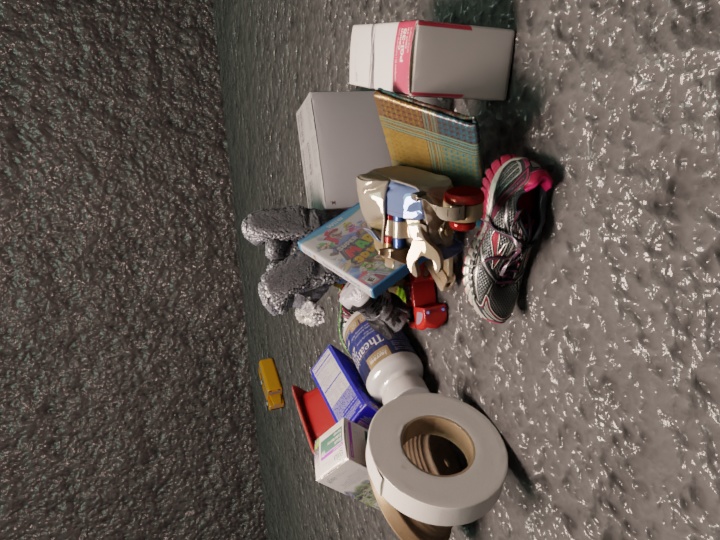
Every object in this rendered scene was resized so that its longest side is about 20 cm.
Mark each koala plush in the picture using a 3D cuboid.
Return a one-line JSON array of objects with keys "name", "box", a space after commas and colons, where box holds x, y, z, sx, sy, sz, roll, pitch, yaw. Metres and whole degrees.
[{"name": "koala plush", "box": [-0.100, 0.003, 0.981, 0.202, 0.178, 0.181, 102, 151, -61]}]

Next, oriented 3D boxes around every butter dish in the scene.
[{"name": "butter dish", "box": [-0.039, 0.337, 1.271, 0.200, 0.146, 0.202, 47, -170, -47]}]

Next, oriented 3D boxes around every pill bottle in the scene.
[{"name": "pill bottle", "box": [0.048, 0.166, 1.016, 0.202, 0.108, 0.114, -121, 32, -47]}]

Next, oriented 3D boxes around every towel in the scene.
[{"name": "towel", "box": [0.095, -0.137, 0.714, 0.144, 0.022, 0.201, 27, 160, 27]}]

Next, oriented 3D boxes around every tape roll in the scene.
[{"name": "tape roll", "box": [0.104, 0.253, 0.775, 0.204, 0.197, 0.038, -126, 34, -50]}]

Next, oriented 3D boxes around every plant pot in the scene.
[{"name": "plant pot", "box": [0.104, 0.326, 0.889, 0.092, 0.199, 0.205, -34, 56, 21]}]

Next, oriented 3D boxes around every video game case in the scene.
[{"name": "video game case", "box": [0.012, -0.040, 0.834, 0.198, 0.141, 0.018, 30, 147, 47]}]

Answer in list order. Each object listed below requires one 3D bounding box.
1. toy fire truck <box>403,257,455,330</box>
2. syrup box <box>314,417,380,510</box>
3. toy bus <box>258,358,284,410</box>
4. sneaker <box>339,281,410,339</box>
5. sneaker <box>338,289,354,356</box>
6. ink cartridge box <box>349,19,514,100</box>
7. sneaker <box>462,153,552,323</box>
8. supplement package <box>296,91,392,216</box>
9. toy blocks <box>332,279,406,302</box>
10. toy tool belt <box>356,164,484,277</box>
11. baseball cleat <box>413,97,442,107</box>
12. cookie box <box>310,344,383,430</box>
[{"name": "toy fire truck", "box": [0.114, -0.005, 0.877, 0.140, 0.047, 0.207, 179, 83, -67]}, {"name": "syrup box", "box": [0.019, 0.337, 0.950, 0.078, 0.198, 0.083, -40, 31, 23]}, {"name": "toy bus", "box": [-0.352, 0.450, 2.216, 0.202, 0.063, 0.080, -119, 32, -46]}, {"name": "sneaker", "box": [0.029, 0.050, 0.875, 0.113, 0.076, 0.200, 38, 177, -3]}, {"name": "sneaker", "box": [-0.007, 0.093, 1.187, 0.084, 0.074, 0.207, 164, 97, -72]}, {"name": "ink cartridge box", "box": [0.083, -0.278, 0.738, 0.200, 0.142, 0.085, -137, 46, -58]}, {"name": "sneaker", "box": [0.174, -0.030, 0.668, 0.075, 0.078, 0.206, -141, 48, -57]}, {"name": "supplement package", "box": [-0.022, -0.207, 1.022, 0.110, 0.151, 0.207, 167, 95, -69]}, {"name": "toy blocks", "box": [0.000, 0.000, 1.055, 0.102, 0.133, 0.203, 103, 152, -41]}, {"name": "toy tool belt", "box": [0.075, -0.053, 0.694, 0.198, 0.122, 0.127, 27, 128, 50]}, {"name": "baseball cleat", "box": [0.087, -0.157, 0.847, 0.203, 0.067, 0.108, 94, -173, -47]}, {"name": "cookie box", "box": [0.007, 0.256, 1.075, 0.076, 0.170, 0.200, -48, 32, 4]}]
